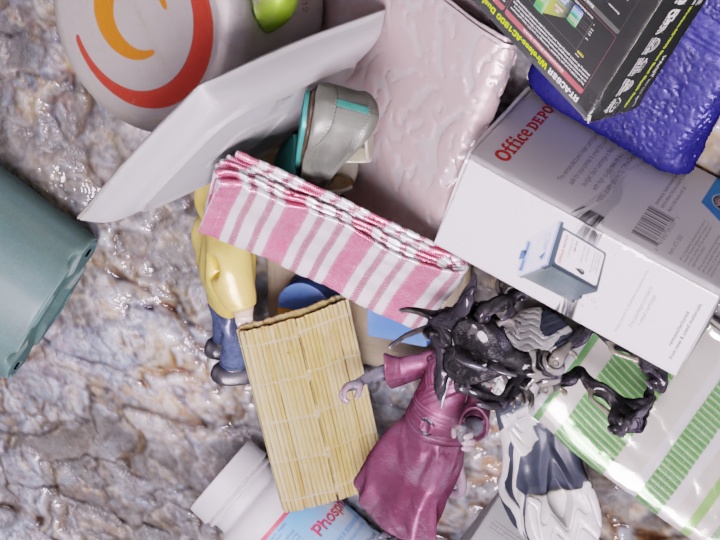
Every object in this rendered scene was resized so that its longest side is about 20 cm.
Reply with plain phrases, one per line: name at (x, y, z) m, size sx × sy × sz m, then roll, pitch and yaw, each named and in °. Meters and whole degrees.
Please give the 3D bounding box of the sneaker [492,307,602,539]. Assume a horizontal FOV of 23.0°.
sneaker at (0.143, 0.137, 1.441) m, size 0.130 × 0.079 × 0.199 m, roll 120°, pitch 137°, yaw -75°

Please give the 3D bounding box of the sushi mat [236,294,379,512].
sushi mat at (-0.038, 0.115, 1.483) m, size 0.096 × 0.012 × 0.200 m, roll -16°, pitch 123°, yaw -7°

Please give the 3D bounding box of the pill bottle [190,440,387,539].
pill bottle at (-0.051, 0.247, 1.583) m, size 0.200 × 0.109 × 0.109 m, roll 41°, pitch 127°, yaw 1°

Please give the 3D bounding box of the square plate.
square plate at (-0.090, -0.106, 1.301) m, size 0.028 × 0.200 × 0.198 m, roll 56°, pitch 137°, yaw 5°

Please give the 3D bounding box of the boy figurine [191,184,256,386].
boy figurine at (-0.106, -0.007, 1.472) m, size 0.064 × 0.124 × 0.200 m, roll -5°, pitch 120°, yaw -11°

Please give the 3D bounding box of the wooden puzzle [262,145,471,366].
wooden puzzle at (0.000, 0.000, 1.457) m, size 0.185 × 0.046 × 0.200 m, roll 10°, pitch 121°, yaw 22°

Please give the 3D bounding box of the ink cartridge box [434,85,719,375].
ink cartridge box at (0.176, -0.034, 1.282) m, size 0.200 × 0.146 × 0.086 m, roll 28°, pitch 126°, yaw 11°

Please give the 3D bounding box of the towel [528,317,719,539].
towel at (0.248, 0.109, 1.358) m, size 0.200 × 0.023 × 0.153 m, roll 35°, pitch 92°, yaw 5°

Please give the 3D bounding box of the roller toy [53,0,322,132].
roller toy at (-0.129, -0.206, 1.350) m, size 0.200 × 0.140 × 0.183 m, roll 35°, pitch 123°, yaw 19°

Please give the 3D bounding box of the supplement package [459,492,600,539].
supplement package at (0.110, 0.288, 1.464) m, size 0.117 × 0.200 × 0.117 m, roll 37°, pitch 127°, yaw 5°

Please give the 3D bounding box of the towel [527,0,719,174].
towel at (0.212, -0.181, 1.248) m, size 0.148 × 0.050 × 0.200 m, roll 34°, pitch 128°, yaw 16°

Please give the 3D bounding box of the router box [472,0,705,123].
router box at (0.143, -0.223, 1.199) m, size 0.200 × 0.062 × 0.150 m, roll 51°, pitch 134°, yaw 23°

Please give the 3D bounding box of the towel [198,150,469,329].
towel at (-0.025, -0.016, 1.340) m, size 0.200 × 0.030 × 0.146 m, roll 25°, pitch 160°, yaw -2°

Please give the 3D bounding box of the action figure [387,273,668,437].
action figure at (0.126, 0.055, 1.309) m, size 0.200 × 0.102 × 0.119 m, roll 17°, pitch 119°, yaw 3°

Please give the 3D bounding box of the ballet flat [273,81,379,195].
ballet flat at (-0.026, -0.082, 1.329) m, size 0.064 × 0.067 × 0.200 m, roll 8°, pitch 163°, yaw -9°

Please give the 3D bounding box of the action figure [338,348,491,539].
action figure at (0.069, 0.125, 1.431) m, size 0.134 × 0.149 × 0.200 m, roll 38°, pitch 118°, yaw 33°

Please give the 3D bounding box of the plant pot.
plant pot at (-0.351, -0.017, 1.550) m, size 0.196 × 0.200 × 0.200 m, roll 33°, pitch 127°, yaw -1°

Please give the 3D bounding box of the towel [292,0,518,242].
towel at (0.025, -0.135, 1.334) m, size 0.191 × 0.032 × 0.200 m, roll 44°, pitch 131°, yaw 32°
